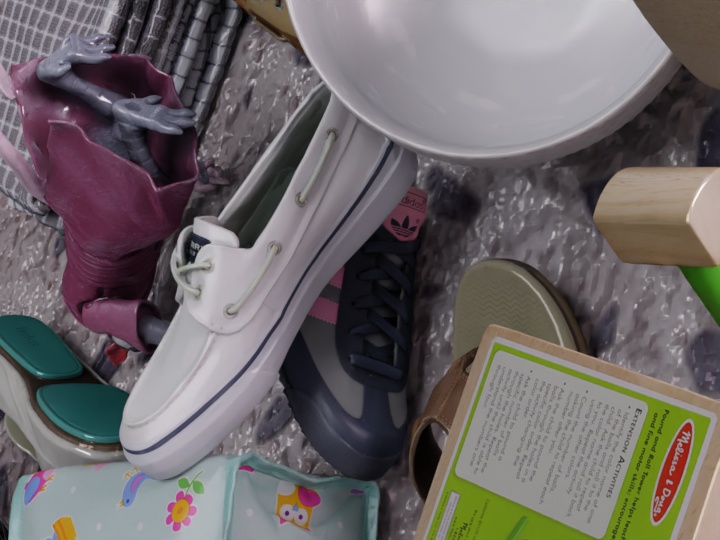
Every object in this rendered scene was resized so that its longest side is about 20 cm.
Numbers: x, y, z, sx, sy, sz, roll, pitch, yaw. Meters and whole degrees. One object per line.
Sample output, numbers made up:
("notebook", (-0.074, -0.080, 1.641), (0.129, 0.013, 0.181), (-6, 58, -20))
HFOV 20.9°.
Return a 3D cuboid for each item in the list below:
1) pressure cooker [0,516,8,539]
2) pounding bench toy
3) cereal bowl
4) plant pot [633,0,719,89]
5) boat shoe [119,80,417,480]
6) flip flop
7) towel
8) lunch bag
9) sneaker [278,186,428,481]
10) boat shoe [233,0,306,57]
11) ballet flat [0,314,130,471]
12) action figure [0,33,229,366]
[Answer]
("pressure cooker", (-0.281, 0.193, 1.111), (0.177, 0.201, 0.177), (-8, 46, 25))
("pounding bench toy", (0.129, 0.076, 0.702), (0.124, 0.155, 0.202), (17, 88, 52))
("cereal bowl", (0.067, -0.142, 0.883), (0.198, 0.083, 0.202), (-2, 82, 17))
("plant pot", (0.190, -0.159, 0.688), (0.199, 0.176, 0.201), (25, 94, 40))
("boat shoe", (-0.058, -0.001, 0.906), (0.201, 0.067, 0.073), (-54, 32, -11))
("flip flop", (0.050, 0.091, 0.866), (0.081, 0.057, 0.202), (-1, 74, 49))
("towel", (-0.165, -0.122, 1.187), (0.165, 0.085, 0.202), (24, 93, 52))
("lunch bag", (-0.088, 0.195, 0.934), (0.169, 0.121, 0.202), (-7, 73, 42))
("sneaker", (0.000, 0.000, 0.954), (0.082, 0.070, 0.201), (-36, 52, 37))
("boat shoe", (-0.030, -0.151, 1.049), (0.200, 0.074, 0.076), (32, 99, 51))
("ballet flat", (-0.172, 0.087, 1.134), (0.200, 0.069, 0.070), (34, 100, 55))
("action figure", (-0.139, -0.017, 1.062), (0.135, 0.147, 0.201), (-102, 16, -45))
